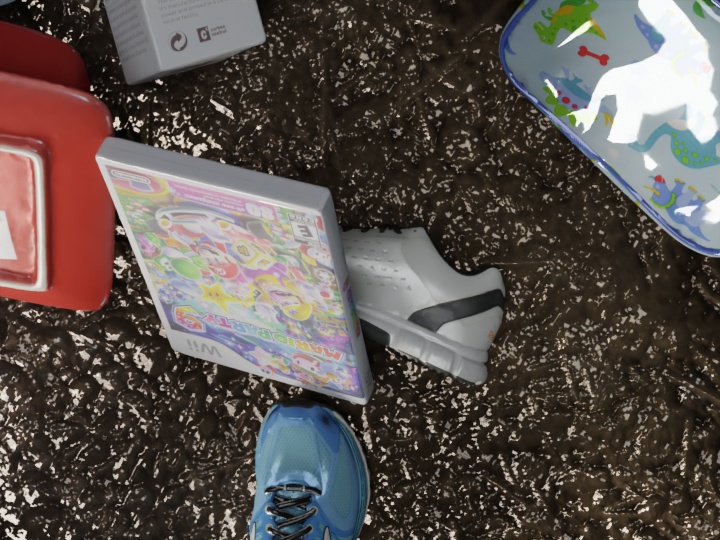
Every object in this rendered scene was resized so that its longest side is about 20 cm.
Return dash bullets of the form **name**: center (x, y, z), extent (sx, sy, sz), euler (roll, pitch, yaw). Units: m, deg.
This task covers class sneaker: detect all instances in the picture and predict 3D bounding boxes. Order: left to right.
- **sneaker**: center (-0.037, 0.183, 1.025), extent (0.077, 0.090, 0.203), euler (1, 98, 8)
- **sneaker**: center (0.000, 0.000, 1.010), extent (0.198, 0.074, 0.081), euler (24, 88, 0)

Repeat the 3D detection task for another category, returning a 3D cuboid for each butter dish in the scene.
- **butter dish**: center (-0.240, -0.091, 0.991), extent (0.198, 0.149, 0.200), euler (10, 139, -2)

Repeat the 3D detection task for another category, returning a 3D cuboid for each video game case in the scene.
- **video game case**: center (-0.070, 0.005, 0.956), extent (0.142, 0.201, 0.018), euler (14, 57, 18)

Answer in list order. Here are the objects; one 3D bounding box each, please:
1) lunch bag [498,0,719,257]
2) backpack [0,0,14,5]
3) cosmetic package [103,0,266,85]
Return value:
- **lunch bag**: center (0.186, -0.115, 0.921), extent (0.200, 0.082, 0.161), euler (43, 140, 2)
- **backpack**: center (-0.279, -0.229, 0.968), extent (0.198, 0.154, 0.165), euler (12, 78, 0)
- **cosmetic package**: center (-0.127, -0.221, 0.960), extent (0.071, 0.101, 0.202), euler (-18, 98, -19)
